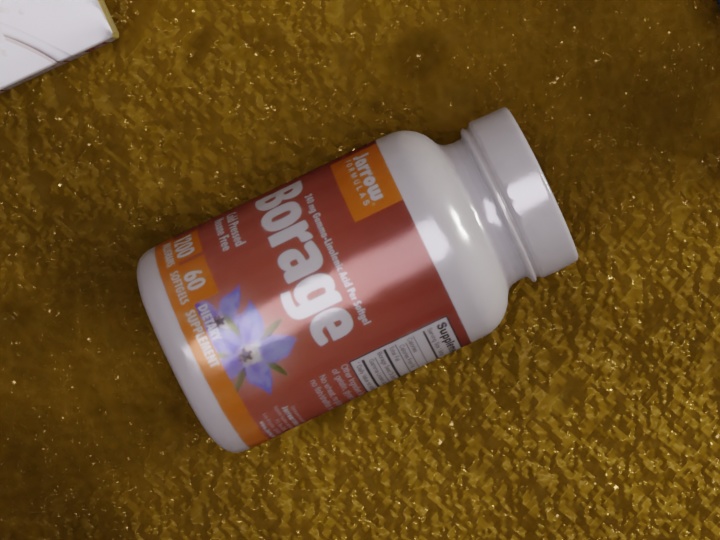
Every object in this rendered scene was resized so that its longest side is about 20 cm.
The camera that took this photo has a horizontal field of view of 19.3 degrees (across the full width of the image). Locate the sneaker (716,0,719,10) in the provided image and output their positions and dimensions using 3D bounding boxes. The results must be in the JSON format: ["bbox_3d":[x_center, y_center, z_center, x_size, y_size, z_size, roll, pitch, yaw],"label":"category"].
[{"bbox_3d":[0.267,-0.177,1.053,0.200,0.081,0.147,-34,102,-1],"label":"sneaker"}]

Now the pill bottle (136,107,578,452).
[{"bbox_3d":[0.000,0.000,1.046,0.200,0.112,0.112,-26,95,2],"label":"pill bottle"}]

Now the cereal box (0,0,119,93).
[{"bbox_3d":[-0.241,-0.141,1.069,0.200,0.040,0.144,-25,95,2],"label":"cereal box"}]
